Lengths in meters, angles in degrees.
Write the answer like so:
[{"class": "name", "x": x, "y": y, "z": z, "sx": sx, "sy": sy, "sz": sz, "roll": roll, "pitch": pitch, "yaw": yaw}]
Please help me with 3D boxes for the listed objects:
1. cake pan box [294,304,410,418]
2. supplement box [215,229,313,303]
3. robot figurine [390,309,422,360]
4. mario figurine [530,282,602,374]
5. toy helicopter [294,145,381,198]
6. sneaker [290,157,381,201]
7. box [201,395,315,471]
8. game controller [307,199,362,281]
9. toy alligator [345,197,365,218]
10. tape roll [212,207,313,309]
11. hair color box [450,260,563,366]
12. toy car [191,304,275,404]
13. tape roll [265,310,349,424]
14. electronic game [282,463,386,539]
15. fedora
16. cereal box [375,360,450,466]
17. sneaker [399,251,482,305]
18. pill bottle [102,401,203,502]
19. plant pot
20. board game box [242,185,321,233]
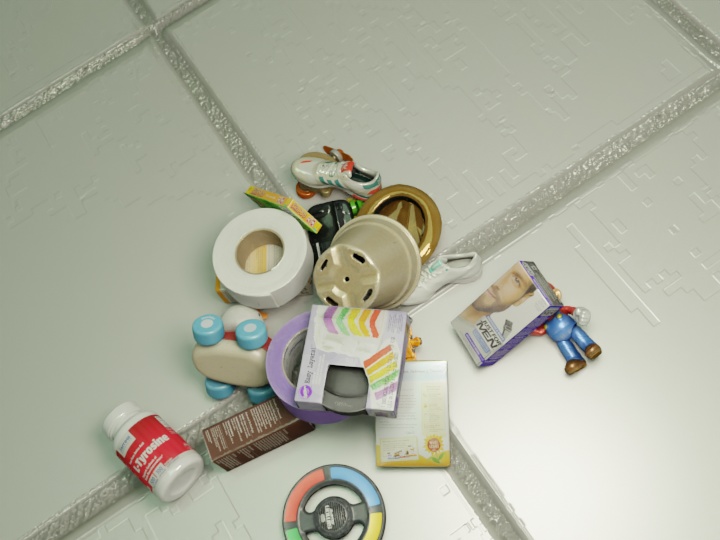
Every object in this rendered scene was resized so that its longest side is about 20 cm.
[{"class": "cake pan box", "x": -0.014, "y": 0.165, "z": 1.530, "sx": 0.183, "sy": 0.052, "sz": 0.201, "roll": 4, "pitch": 64, "yaw": 14}, {"class": "supplement box", "x": -0.204, "y": -0.008, "z": 1.822, "sx": 0.199, "sy": 0.074, "sz": 0.127, "roll": -6, "pitch": 65, "yaw": 8}, {"class": "robot figurine", "x": 0.026, "y": 0.160, "z": 1.710, "sx": 0.199, "sy": 0.058, "sz": 0.146, "roll": -11, "pitch": 75, "yaw": 6}, {"class": "mario figurine", "x": 0.370, "y": 0.103, "z": 1.651, "sx": 0.123, "sy": 0.106, "sz": 0.200, "roll": -33, "pitch": 67, "yaw": -8}, {"class": "toy helicopter", "x": -0.045, "y": -0.215, "z": 1.894, "sx": 0.199, "sy": 0.079, "sz": 0.133, "roll": 16, "pitch": 61, "yaw": 9}, {"class": "sneaker", "x": -0.048, "y": -0.211, "z": 1.802, "sx": 0.199, "sy": 0.093, "sz": 0.071, "roll": 17, "pitch": 66, "yaw": -1}, {"class": "box", "x": -0.198, "y": 0.312, "z": 1.667, "sx": 0.199, "sy": 0.100, "sz": 0.075, "roll": -24, "pitch": 64, "yaw": -1}, {"class": "game controller", "x": -0.054, "y": -0.048, "z": 1.807, "sx": 0.104, "sy": 0.042, "sz": 0.201, "roll": -13, "pitch": 84, "yaw": 19}, {"class": "toy alligator", "x": -0.010, "y": -0.135, "z": 1.853, "sx": 0.199, "sy": 0.054, "sz": 0.060, "roll": -19, "pitch": 65, "yaw": 2}, {"class": "tape roll", "x": -0.199, "y": -0.024, "z": 1.748, "sx": 0.201, "sy": 0.071, "sz": 0.203, "roll": -4, "pitch": 64, "yaw": 8}, {"class": "hair color box", "x": 0.280, "y": 0.084, "z": 1.642, "sx": 0.200, "sy": 0.065, "sz": 0.110, "roll": -46, "pitch": 61, "yaw": 28}, {"class": "toy car", "x": -0.233, "y": 0.135, "z": 1.741, "sx": 0.176, "sy": 0.185, "sz": 0.200, "roll": 5, "pitch": 39, "yaw": 12}, {"class": "tape roll", "x": -0.073, "y": 0.182, "z": 1.606, "sx": 0.199, "sy": 0.085, "sz": 0.201, "roll": -4, "pitch": 62, "yaw": 8}, {"class": "electronic game", "x": -0.050, "y": 0.466, "z": 1.605, "sx": 0.199, "sy": 0.042, "sz": 0.201, "roll": -4, "pitch": 67, "yaw": 9}, {"class": "fedora", "x": 0.082, "y": -0.078, "z": 1.796, "sx": 0.200, "sy": 0.082, "sz": 0.202, "roll": -3, "pitch": 74, "yaw": 11}, {"class": "cereal box", "x": 0.100, "y": 0.273, "z": 1.633, "sx": 0.143, "sy": 0.040, "sz": 0.201, "roll": -1, "pitch": 83, "yaw": 9}, {"class": "sneaker", "x": 0.151, "y": 0.005, "z": 1.743, "sx": 0.199, "sy": 0.089, "sz": 0.075, "roll": -22, "pitch": 66, "yaw": 1}, {"class": "pill bottle", "x": -0.414, "y": 0.353, "z": 1.684, "sx": 0.200, "sy": 0.112, "sz": 0.112, "roll": 37, "pitch": 77, "yaw": 22}, {"class": "plant pot", "x": 0.000, "y": 0.000, "z": 1.661, "sx": 0.200, "sy": 0.183, "sz": 0.201, "roll": 4, "pitch": 101, "yaw": 19}, {"class": "board game box", "x": -0.170, "y": -0.132, "z": 1.813, "sx": 0.200, "sy": 0.096, "sz": 0.030, "roll": 18, "pitch": 71, "yaw": 51}]
